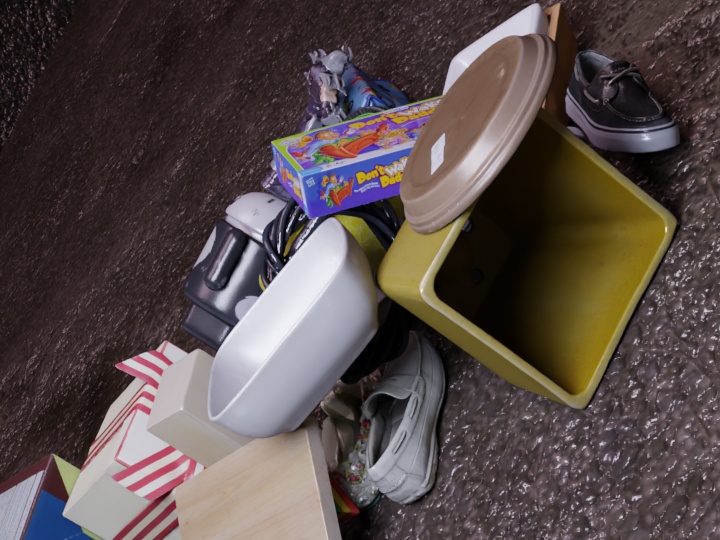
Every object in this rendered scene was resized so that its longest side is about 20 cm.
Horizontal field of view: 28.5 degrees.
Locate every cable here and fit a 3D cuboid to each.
[{"bbox_3d":[-0.021,0.012,1.411,0.051,0.161,0.203,53,-143,-79],"label":"cable"}]

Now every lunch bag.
[{"bbox_3d":[-0.015,-0.143,1.802,0.201,0.093,0.151,-60,25,16],"label":"lunch bag"}]

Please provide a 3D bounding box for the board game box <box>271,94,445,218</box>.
[{"bbox_3d":[0.022,-0.116,1.415,0.198,0.045,0.135,-16,23,-12],"label":"board game box"}]

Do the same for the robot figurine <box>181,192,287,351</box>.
[{"bbox_3d":[-0.144,0.001,1.764,0.202,0.124,0.150,-61,23,2],"label":"robot figurine"}]

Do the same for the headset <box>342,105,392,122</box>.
[{"bbox_3d":[0.001,-0.092,1.653,0.123,0.093,0.202,29,115,33],"label":"headset"}]

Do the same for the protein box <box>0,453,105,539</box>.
[{"bbox_3d":[-0.345,0.341,1.624,0.199,0.198,0.136,-29,35,40],"label":"protein box"}]

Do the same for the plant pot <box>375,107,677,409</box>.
[{"bbox_3d":[0.125,-0.015,1.287,0.197,0.193,0.199,-60,22,-12],"label":"plant pot"}]

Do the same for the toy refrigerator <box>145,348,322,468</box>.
[{"bbox_3d":[-0.117,0.171,1.445,0.070,0.199,0.077,-29,36,39],"label":"toy refrigerator"}]

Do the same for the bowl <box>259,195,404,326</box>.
[{"bbox_3d":[0.000,0.000,1.532,0.200,0.199,0.108,-44,71,19],"label":"bowl"}]

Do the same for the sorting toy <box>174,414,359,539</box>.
[{"bbox_3d":[-0.076,0.267,1.342,0.199,0.069,0.201,-33,59,36],"label":"sorting toy"}]

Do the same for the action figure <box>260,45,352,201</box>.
[{"bbox_3d":[-0.055,-0.186,1.741,0.131,0.069,0.202,-98,32,-62],"label":"action figure"}]

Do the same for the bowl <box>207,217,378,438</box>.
[{"bbox_3d":[-0.053,0.059,1.309,0.201,0.074,0.200,-51,14,9],"label":"bowl"}]

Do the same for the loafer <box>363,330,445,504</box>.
[{"bbox_3d":[0.039,0.131,1.378,0.070,0.070,0.201,-37,31,31],"label":"loafer"}]

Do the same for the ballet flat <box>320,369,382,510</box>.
[{"bbox_3d":[-0.010,0.155,1.440,0.076,0.064,0.201,-43,28,25],"label":"ballet flat"}]

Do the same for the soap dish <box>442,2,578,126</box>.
[{"bbox_3d":[0.159,-0.177,1.533,0.157,0.081,0.202,-28,36,41],"label":"soap dish"}]

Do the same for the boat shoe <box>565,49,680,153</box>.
[{"bbox_3d":[0.243,-0.166,1.364,0.071,0.072,0.200,-11,23,-13],"label":"boat shoe"}]

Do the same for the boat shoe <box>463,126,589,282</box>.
[{"bbox_3d":[0.146,-0.078,1.442,0.203,0.074,0.086,-52,40,20],"label":"boat shoe"}]

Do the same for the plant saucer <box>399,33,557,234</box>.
[{"bbox_3d":[0.094,-0.122,1.211,0.201,0.029,0.201,-50,18,23],"label":"plant saucer"}]

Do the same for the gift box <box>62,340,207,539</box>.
[{"bbox_3d":[-0.210,0.203,1.530,0.187,0.199,0.186,-42,27,44],"label":"gift box"}]
